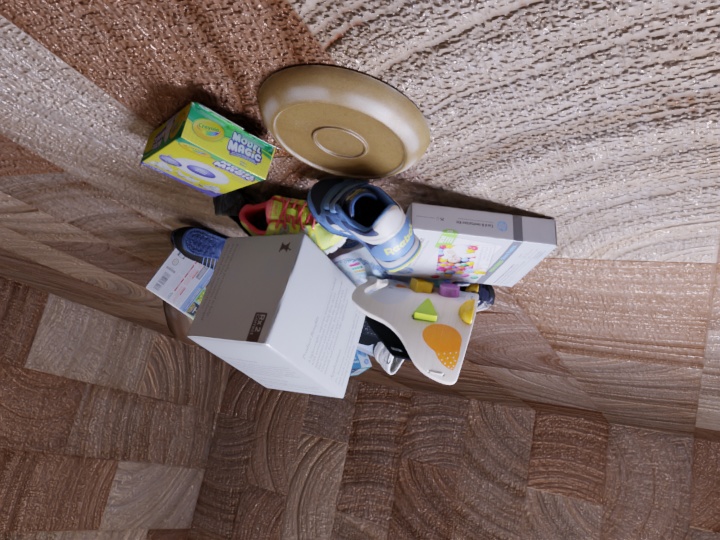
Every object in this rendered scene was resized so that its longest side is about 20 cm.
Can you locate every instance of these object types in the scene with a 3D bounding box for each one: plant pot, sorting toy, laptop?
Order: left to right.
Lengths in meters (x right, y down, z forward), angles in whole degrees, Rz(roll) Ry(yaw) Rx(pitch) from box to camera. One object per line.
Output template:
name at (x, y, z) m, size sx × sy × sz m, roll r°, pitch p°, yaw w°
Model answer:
plant pot at (-0.379, 0.041, 1.336) m, size 0.180 × 0.192 × 0.202 m, roll 11°, pitch 148°, yaw 5°
plant pot at (-0.021, -0.149, 0.638) m, size 0.193 × 0.028 × 0.201 m, roll 13°, pitch 164°, yaw 4°
laptop at (0.032, 0.134, 1.003) m, size 0.197 × 0.107 × 0.175 m, roll -24°, pitch 150°, yaw 36°
sorting toy at (0.079, 0.055, 0.863) m, size 0.175 × 0.110 × 0.200 m, roll 18°, pitch -164°, yaw 9°

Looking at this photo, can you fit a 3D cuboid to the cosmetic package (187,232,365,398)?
cosmetic package at (-0.114, 0.070, 0.872) m, size 0.161 × 0.169 × 0.200 m, roll -1°, pitch 149°, yaw 34°

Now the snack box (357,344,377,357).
snack box at (0.021, 0.094, 1.206) m, size 0.052 × 0.147 × 0.198 m, roll 0°, pitch 159°, yaw 44°

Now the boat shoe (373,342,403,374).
boat shoe at (0.101, 0.116, 1.140) m, size 0.069 × 0.204 × 0.070 m, roll 15°, pitch -157°, yaw -38°

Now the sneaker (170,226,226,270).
sneaker at (-0.289, -0.036, 1.175) m, size 0.076 × 0.072 × 0.198 m, roll 11°, pitch 164°, yaw 44°

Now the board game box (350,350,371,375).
board game box at (-0.067, 0.119, 1.211) m, size 0.046 × 0.205 × 0.149 m, roll -32°, pitch 159°, yaw 26°

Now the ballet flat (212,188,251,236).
ballet flat at (-0.192, -0.080, 0.948) m, size 0.064 × 0.059 × 0.200 m, roll 9°, pitch 163°, yaw 16°

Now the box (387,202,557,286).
box at (0.145, -0.030, 0.800) m, size 0.193 × 0.043 × 0.157 m, roll 7°, pitch 158°, yaw -7°

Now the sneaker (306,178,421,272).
sneaker at (-0.006, -0.079, 0.721) m, size 0.198 × 0.074 × 0.083 m, roll 33°, pitch 165°, yaw 42°

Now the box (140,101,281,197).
box at (-0.189, -0.146, 0.727) m, size 0.115 × 0.050 × 0.197 m, roll 24°, pitch 163°, yaw -32°

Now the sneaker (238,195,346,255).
sneaker at (-0.097, -0.071, 0.848) m, size 0.194 × 0.081 × 0.090 m, roll -6°, pitch 155°, yaw 31°

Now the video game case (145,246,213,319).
video game case at (-0.330, 0.035, 1.234) m, size 0.199 × 0.144 × 0.018 m, roll 39°, pitch -175°, yaw -26°

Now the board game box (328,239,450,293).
board game box at (0.021, 0.013, 0.968) m, size 0.195 × 0.045 × 0.199 m, roll -20°, pitch 138°, yaw 29°

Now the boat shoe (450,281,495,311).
boat shoe at (0.137, 0.054, 1.044) m, size 0.194 × 0.077 × 0.092 m, roll -17°, pitch 167°, yaw 22°
